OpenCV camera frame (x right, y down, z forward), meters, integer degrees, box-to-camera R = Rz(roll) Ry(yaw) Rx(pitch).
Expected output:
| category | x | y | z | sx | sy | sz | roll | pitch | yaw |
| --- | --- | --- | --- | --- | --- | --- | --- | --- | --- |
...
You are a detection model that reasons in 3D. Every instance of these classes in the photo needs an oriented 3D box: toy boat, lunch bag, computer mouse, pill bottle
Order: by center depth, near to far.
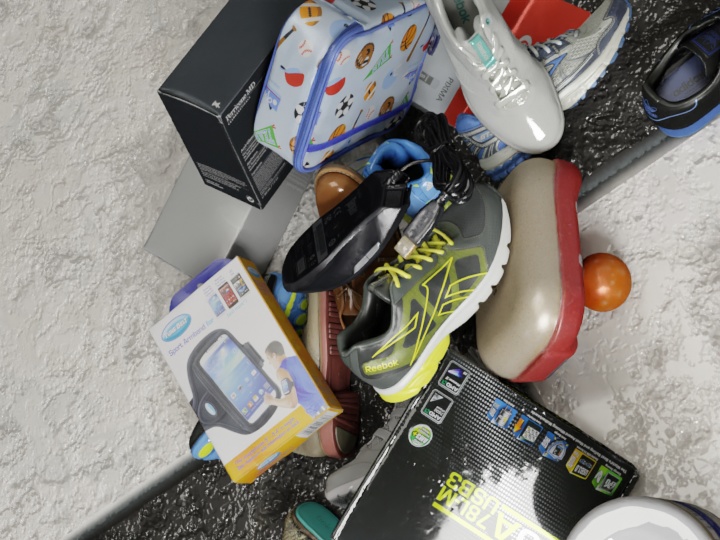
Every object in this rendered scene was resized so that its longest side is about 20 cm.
| category | x | y | z | sx | sy | sz | roll | pitch | yaw |
| --- | --- | --- | --- | --- | --- | --- | --- | --- | --- |
| pill bottle | 0.231 | 0.234 | 0.884 | 0.118 | 0.200 | 0.121 | -7 | 75 | 26 |
| computer mouse | 0.020 | -0.030 | 0.965 | 0.200 | 0.046 | 0.141 | -44 | 28 | 12 |
| toy boat | 0.175 | 0.001 | 1.022 | 0.131 | 0.129 | 0.202 | 124 | 153 | -55 |
| lunch bag | -0.007 | -0.177 | 1.060 | 0.075 | 0.199 | 0.162 | 33 | 126 | 20 |

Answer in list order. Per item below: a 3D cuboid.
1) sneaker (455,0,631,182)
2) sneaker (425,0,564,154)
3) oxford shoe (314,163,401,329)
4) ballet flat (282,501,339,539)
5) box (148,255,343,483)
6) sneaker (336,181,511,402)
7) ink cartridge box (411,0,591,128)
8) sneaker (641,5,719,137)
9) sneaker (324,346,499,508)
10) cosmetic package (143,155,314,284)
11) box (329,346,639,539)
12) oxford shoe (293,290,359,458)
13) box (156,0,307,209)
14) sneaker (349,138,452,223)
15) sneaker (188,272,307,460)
| category | x | y | z | sx | sy | sz | roll | pitch | yaw |
| --- | --- | --- | --- | --- | --- | --- | --- | --- | --- |
| sneaker | 0.164 | -0.180 | 1.067 | 0.085 | 0.077 | 0.200 | 40 | 97 | -5 |
| sneaker | 0.107 | -0.184 | 1.003 | 0.075 | 0.089 | 0.201 | -32 | 97 | 12 |
| oxford shoe | 0.000 | 0.000 | 1.066 | 0.070 | 0.071 | 0.202 | -4 | 120 | 29 |
| ballet flat | 0.001 | 0.292 | 1.078 | 0.199 | 0.067 | 0.076 | 30 | 115 | 35 |
| box | -0.117 | 0.084 | 1.113 | 0.119 | 0.041 | 0.201 | -38 | 71 | 11 |
| sneaker | 0.053 | 0.011 | 0.972 | 0.074 | 0.084 | 0.202 | 25 | 86 | 54 |
| ink cartridge box | 0.100 | -0.227 | 1.147 | 0.199 | 0.047 | 0.161 | 34 | 95 | 31 |
| sneaker | 0.325 | -0.198 | 1.004 | 0.200 | 0.078 | 0.070 | -46 | 62 | 12 |
| sneaker | 0.049 | 0.149 | 1.081 | 0.199 | 0.075 | 0.082 | -33 | 59 | 5 |
| cosmetic package | -0.126 | -0.081 | 1.212 | 0.106 | 0.090 | 0.202 | 30 | 95 | 28 |
| box | 0.105 | 0.198 | 1.005 | 0.199 | 0.048 | 0.194 | 32 | 92 | 4 |
| oxford shoe | -0.046 | 0.081 | 1.141 | 0.074 | 0.070 | 0.203 | -6 | 75 | 29 |
| box | -0.083 | -0.183 | 1.090 | 0.078 | 0.142 | 0.201 | 24 | 66 | 23 |
| sneaker | 0.033 | -0.093 | 1.090 | 0.076 | 0.105 | 0.199 | -49 | 37 | -10 |
| sneaker | -0.120 | 0.096 | 1.181 | 0.082 | 0.071 | 0.202 | 18 | 83 | 36 |
